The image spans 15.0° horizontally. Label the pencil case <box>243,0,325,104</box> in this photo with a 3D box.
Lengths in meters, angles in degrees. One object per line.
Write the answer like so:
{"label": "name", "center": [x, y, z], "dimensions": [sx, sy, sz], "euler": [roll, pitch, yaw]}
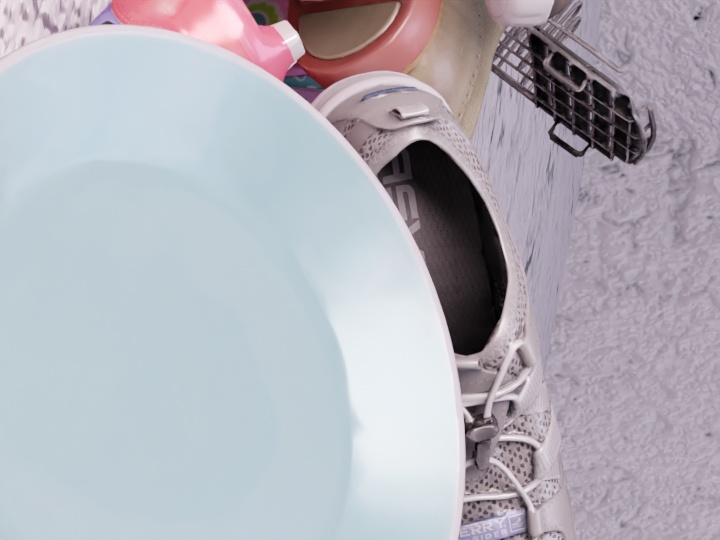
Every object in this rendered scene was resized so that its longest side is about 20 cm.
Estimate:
{"label": "pencil case", "center": [-0.013, -0.064, 1.083], "dimensions": [0.200, 0.087, 0.088], "euler": [82, 18, -63]}

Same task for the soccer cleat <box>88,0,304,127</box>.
{"label": "soccer cleat", "center": [-0.064, -0.048, 0.859], "dimensions": [0.067, 0.076, 0.200], "euler": [59, -10, 5]}

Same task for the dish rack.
{"label": "dish rack", "center": [0.045, -0.121, 1.105], "dimensions": [0.055, 0.200, 0.153], "euler": [-51, 171, -2]}

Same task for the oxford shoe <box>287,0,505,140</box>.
{"label": "oxford shoe", "center": [0.023, -0.123, 0.980], "dimensions": [0.075, 0.070, 0.201], "euler": [49, 42, -38]}

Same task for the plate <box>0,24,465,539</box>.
{"label": "plate", "center": [-0.051, 0.033, 0.731], "dimensions": [0.200, 0.026, 0.201], "euler": [16, 66, -39]}

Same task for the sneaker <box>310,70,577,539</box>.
{"label": "sneaker", "center": [0.022, 0.039, 0.838], "dimensions": [0.082, 0.074, 0.201], "euler": [-157, -130, -81]}

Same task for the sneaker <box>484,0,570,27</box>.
{"label": "sneaker", "center": [0.089, -0.160, 0.931], "dimensions": [0.077, 0.081, 0.201], "euler": [101, 2, -52]}
